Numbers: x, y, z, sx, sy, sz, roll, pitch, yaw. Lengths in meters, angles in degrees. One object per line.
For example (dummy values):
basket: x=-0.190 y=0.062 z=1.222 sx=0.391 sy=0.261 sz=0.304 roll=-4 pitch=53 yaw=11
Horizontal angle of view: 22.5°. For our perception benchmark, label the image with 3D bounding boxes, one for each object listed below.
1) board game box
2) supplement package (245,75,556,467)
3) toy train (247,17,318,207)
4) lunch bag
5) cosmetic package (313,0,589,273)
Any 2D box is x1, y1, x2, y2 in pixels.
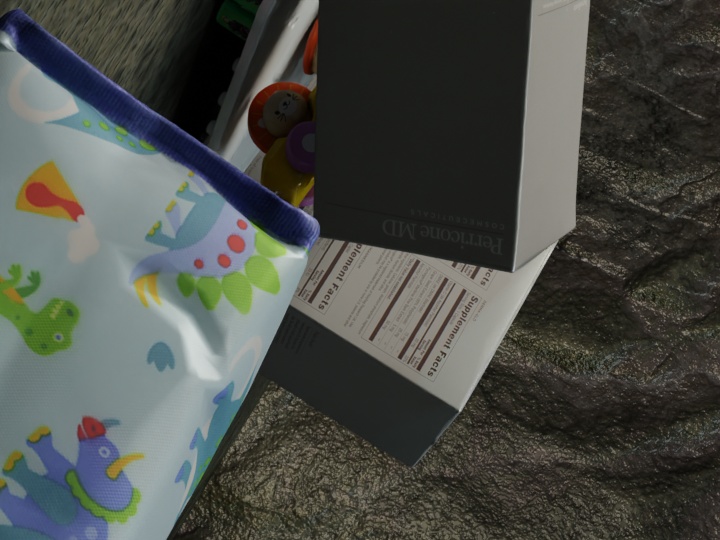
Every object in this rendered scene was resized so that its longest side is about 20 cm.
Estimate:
board game box: x=-0.037 y=-0.127 z=0.919 sx=0.200 sy=0.026 sz=0.201 roll=-57 pitch=176 yaw=-40
supplement package: x=0.000 y=0.000 z=1.186 sx=0.151 sy=0.199 sz=0.152 roll=-58 pitch=178 yaw=-22
toy train: x=-0.037 y=-0.056 z=0.914 sx=0.200 sy=0.055 sz=0.151 roll=-53 pitch=176 yaw=-41
lunch bag: x=-0.117 y=0.060 z=0.498 sx=0.200 sy=0.127 sz=0.171 roll=-40 pitch=-163 yaw=54
cosmetic package: x=0.042 y=-0.109 z=0.801 sx=0.090 sy=0.106 sz=0.202 roll=-27 pitch=122 yaw=-61
